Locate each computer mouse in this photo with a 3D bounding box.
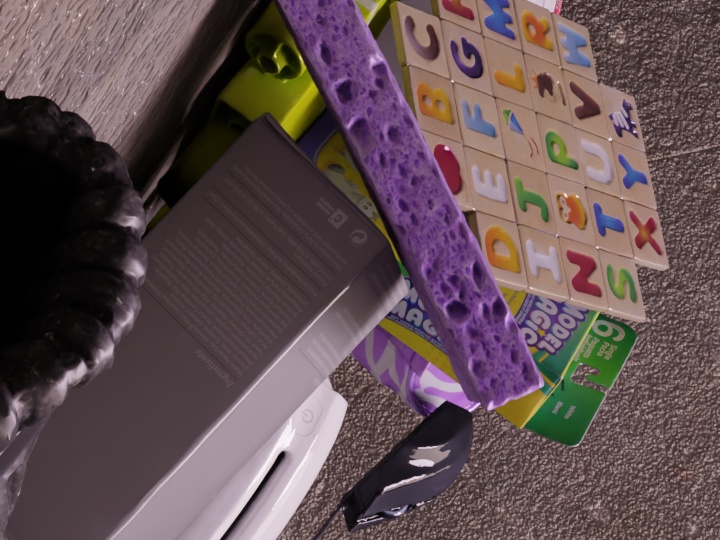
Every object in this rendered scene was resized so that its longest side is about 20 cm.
[{"bbox_3d":[-0.003,0.128,1.005,0.200,0.034,0.059,-39,174,-39],"label":"computer mouse"}]

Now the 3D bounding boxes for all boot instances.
[{"bbox_3d":[-0.124,0.069,0.441,0.213,0.079,0.158,-67,-170,-20],"label":"boot"}]

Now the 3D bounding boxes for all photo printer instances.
[{"bbox_3d":[-0.096,0.094,1.007,0.167,0.069,0.200,-53,-153,-5],"label":"photo printer"}]

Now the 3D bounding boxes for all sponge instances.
[{"bbox_3d":[0.015,-0.038,0.829,0.030,0.201,0.112,-26,180,0],"label":"sponge"}]

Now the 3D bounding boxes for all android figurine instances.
[{"bbox_3d":[-0.038,-0.088,0.981,0.201,0.041,0.182,-55,179,-28],"label":"android figurine"}]

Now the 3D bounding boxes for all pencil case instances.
[{"bbox_3d":[0.000,0.000,1.124,0.084,0.200,0.085,-56,143,4],"label":"pencil case"}]

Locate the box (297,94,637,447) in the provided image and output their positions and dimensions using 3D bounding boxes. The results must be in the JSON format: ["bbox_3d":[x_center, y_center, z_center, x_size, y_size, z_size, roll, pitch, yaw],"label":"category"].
[{"bbox_3d":[0.051,-0.006,1.029,0.048,0.199,0.117,-54,179,40],"label":"box"}]

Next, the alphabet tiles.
[{"bbox_3d":[0.088,-0.063,1.016,0.006,0.168,0.199,-24,155,37],"label":"alphabet tiles"}]

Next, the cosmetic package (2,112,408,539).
[{"bbox_3d":[-0.076,0.043,0.876,0.200,0.090,0.107,-43,168,-6],"label":"cosmetic package"}]

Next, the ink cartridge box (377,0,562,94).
[{"bbox_3d":[0.065,-0.146,1.229,0.200,0.083,0.147,-11,116,-78],"label":"ink cartridge box"}]
